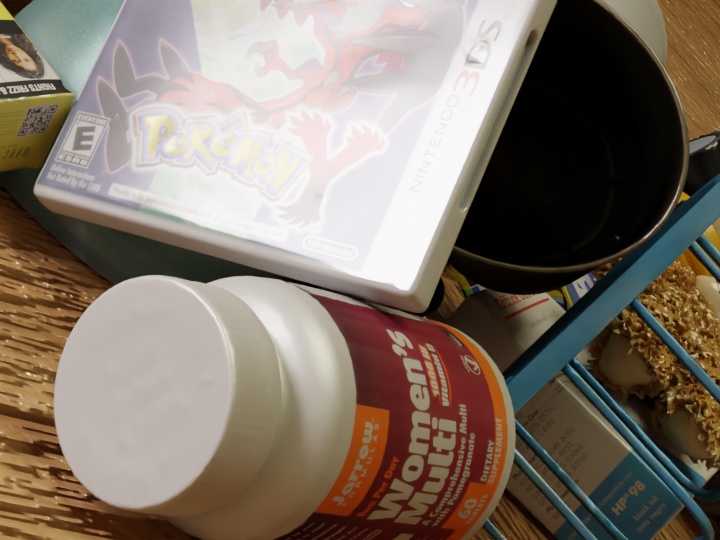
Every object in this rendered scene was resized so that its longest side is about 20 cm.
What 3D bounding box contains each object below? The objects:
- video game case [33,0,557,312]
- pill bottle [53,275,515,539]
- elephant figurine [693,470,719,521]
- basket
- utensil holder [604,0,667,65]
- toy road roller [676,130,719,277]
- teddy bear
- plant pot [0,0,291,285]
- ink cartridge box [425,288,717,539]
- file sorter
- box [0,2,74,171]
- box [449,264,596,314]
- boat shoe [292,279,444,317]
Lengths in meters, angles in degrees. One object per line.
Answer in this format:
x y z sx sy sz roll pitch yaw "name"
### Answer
-0.026 -0.088 1.034 0.199 0.183 0.023 15 -19 27 "video game case"
-0.028 0.062 0.968 0.200 0.110 0.110 15 31 -55 "pill bottle"
0.265 0.108 1.424 0.200 0.154 0.142 25 45 -64 "elephant figurine"
0.079 -0.057 1.167 0.180 0.136 0.200 33 -4 11 "basket"
0.141 -0.143 1.726 0.170 0.170 0.200 40 21 -6 "utensil holder"
0.163 -0.002 1.490 0.200 0.146 0.123 -10 -73 59 "toy road roller"
0.180 0.043 1.302 0.145 0.067 0.200 48 15 14 "teddy bear"
-0.083 -0.086 1.162 0.200 0.134 0.201 36 19 -14 "plant pot"
0.097 0.069 1.286 0.200 0.067 0.116 44 18 9 "ink cartridge box"
0.145 0.061 1.133 0.123 0.200 0.139 47 -16 2 "file sorter"
-0.219 -0.128 1.086 0.075 0.050 0.200 -10 51 -45 "box"
0.083 -0.035 1.376 0.070 0.064 0.201 -25 93 -65 "box"
0.000 0.000 1.239 0.072 0.067 0.200 50 12 -8 "boat shoe"
